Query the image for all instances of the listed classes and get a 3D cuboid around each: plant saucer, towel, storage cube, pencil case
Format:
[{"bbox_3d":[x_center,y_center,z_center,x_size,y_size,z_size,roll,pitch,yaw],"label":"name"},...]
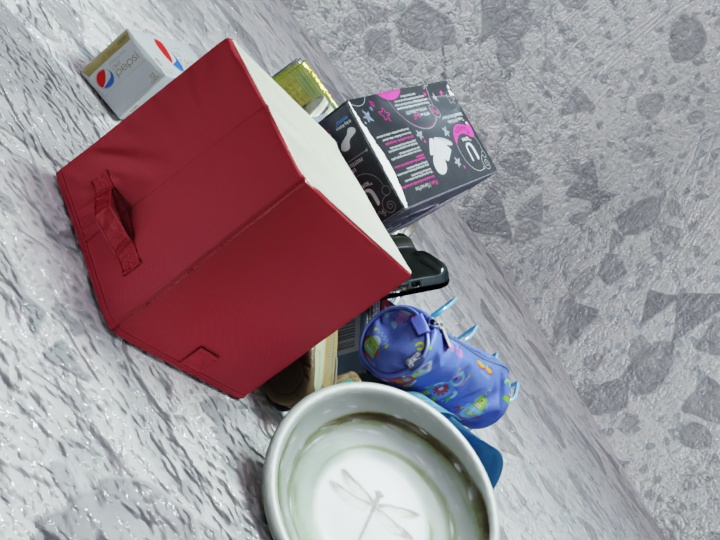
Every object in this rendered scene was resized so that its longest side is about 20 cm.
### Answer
[{"bbox_3d":[0.011,0.185,0.828,0.199,0.050,0.201,16,50,-20],"label":"plant saucer"},{"bbox_3d":[-0.078,-0.171,1.445,0.200,0.143,0.023,52,14,-16],"label":"towel"},{"bbox_3d":[-0.099,-0.036,0.847,0.200,0.180,0.171,41,17,-53],"label":"storage cube"},{"bbox_3d":[0.082,0.097,1.085,0.200,0.087,0.078,34,33,-49],"label":"pencil case"}]

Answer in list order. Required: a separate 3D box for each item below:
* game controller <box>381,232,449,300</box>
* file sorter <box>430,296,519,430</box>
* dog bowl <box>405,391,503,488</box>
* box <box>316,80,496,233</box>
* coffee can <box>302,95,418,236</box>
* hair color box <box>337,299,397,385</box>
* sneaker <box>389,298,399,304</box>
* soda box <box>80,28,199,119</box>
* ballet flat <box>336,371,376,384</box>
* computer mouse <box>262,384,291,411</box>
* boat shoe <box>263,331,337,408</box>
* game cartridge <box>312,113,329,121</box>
[{"bbox_3d":[0.000,0.000,1.086,0.200,0.042,0.104,-10,39,-44],"label":"game controller"},{"bbox_3d":[0.100,0.111,1.395,0.200,0.123,0.139,54,10,3],"label":"file sorter"},{"bbox_3d":[0.064,0.186,1.060,0.050,0.112,0.200,44,2,43],"label":"dog bowl"},{"bbox_3d":[0.020,-0.096,1.057,0.200,0.132,0.115,-23,84,-55],"label":"box"},{"bbox_3d":[-0.040,-0.101,1.381,0.200,0.146,0.146,51,11,-15],"label":"coffee can"},{"bbox_3d":[0.039,0.104,1.153,0.200,0.060,0.099,37,46,-46],"label":"hair color box"},{"bbox_3d":[-0.015,-0.032,1.251,0.088,0.075,0.200,48,16,-51],"label":"sneaker"},{"bbox_3d":[-0.219,-0.205,1.147,0.064,0.068,0.200,50,11,-1],"label":"soda box"},{"bbox_3d":[0.023,0.154,1.079,0.200,0.065,0.071,39,21,-53],"label":"ballet flat"},{"bbox_3d":[-0.087,0.060,1.014,0.059,0.034,0.200,36,25,-30],"label":"computer mouse"},{"bbox_3d":[-0.047,0.026,0.959,0.076,0.071,0.201,29,62,-56],"label":"boat shoe"},{"bbox_3d":[-0.067,-0.114,1.221,0.133,0.199,0.042,53,-32,31],"label":"game cartridge"}]
